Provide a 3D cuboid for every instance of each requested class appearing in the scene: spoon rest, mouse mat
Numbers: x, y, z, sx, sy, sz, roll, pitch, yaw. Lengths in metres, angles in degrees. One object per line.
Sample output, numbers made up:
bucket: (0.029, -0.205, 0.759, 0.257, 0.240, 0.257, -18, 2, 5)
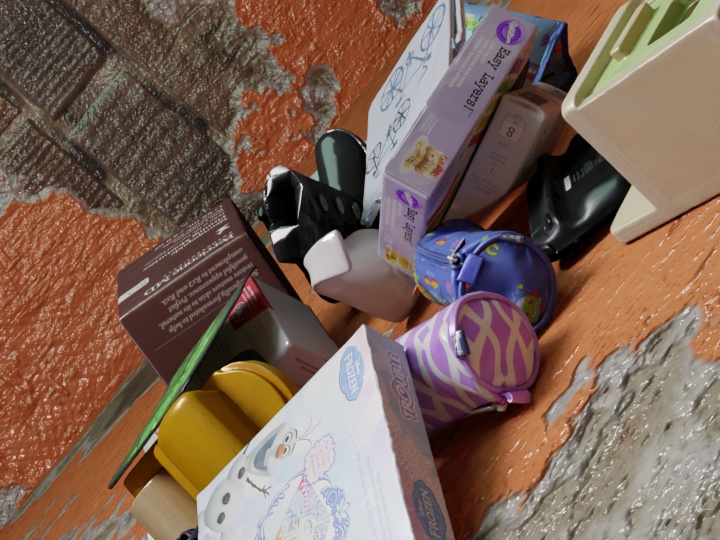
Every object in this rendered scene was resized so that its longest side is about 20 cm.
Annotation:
spoon rest: (0.000, 0.000, 1.241, 0.060, 0.100, 0.200, -24, -15, 19)
mouse mat: (-0.159, 0.093, 1.175, 0.161, 0.008, 0.200, -51, 9, 34)

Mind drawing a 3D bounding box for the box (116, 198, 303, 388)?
box: (-0.158, 0.046, 1.446, 0.166, 0.165, 0.200, -34, 17, -2)

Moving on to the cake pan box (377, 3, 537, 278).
cake pan box: (0.083, -0.112, 1.154, 0.200, 0.052, 0.184, -57, -9, -21)

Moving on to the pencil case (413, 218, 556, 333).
pencil case: (0.092, 0.003, 1.028, 0.078, 0.087, 0.200, -59, 9, 1)

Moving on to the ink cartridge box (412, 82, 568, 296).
ink cartridge box: (0.124, -0.070, 1.192, 0.201, 0.047, 0.160, -66, -12, 19)

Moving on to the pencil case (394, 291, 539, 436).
pencil case: (0.047, 0.088, 0.942, 0.084, 0.086, 0.200, -9, -18, -38)

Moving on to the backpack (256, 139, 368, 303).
backpack: (0.004, -0.075, 1.507, 0.200, 0.167, 0.127, -35, 16, 23)

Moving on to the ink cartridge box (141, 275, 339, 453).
ink cartridge box: (-0.113, 0.129, 1.250, 0.200, 0.083, 0.146, -55, 32, 11)

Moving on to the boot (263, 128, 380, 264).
boot: (-0.043, -0.080, 1.324, 0.066, 0.165, 0.200, -29, -14, 25)

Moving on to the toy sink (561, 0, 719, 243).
toy sink: (0.222, -0.129, 0.885, 0.200, 0.112, 0.131, -34, 17, 55)

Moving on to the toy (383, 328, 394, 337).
toy: (-0.052, 0.123, 1.304, 0.200, 0.047, 0.115, -36, 16, 50)

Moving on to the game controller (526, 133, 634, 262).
game controller: (0.184, -0.070, 1.073, 0.104, 0.042, 0.200, -31, 16, 16)

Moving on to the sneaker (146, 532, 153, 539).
sneaker: (-0.183, 0.244, 1.344, 0.082, 0.074, 0.200, -49, 9, 11)

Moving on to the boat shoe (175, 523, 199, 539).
boat shoe: (-0.087, 0.209, 1.007, 0.075, 0.093, 0.200, -39, 15, 44)

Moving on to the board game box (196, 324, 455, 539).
board game box: (-0.031, 0.170, 0.855, 0.199, 0.043, 0.200, -47, 32, 25)

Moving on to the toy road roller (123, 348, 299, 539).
toy road roller: (-0.124, 0.165, 1.093, 0.200, 0.123, 0.146, -51, -17, 12)

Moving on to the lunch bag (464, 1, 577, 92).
lunch bag: (0.121, -0.180, 1.401, 0.200, 0.150, 0.094, -60, -30, -21)

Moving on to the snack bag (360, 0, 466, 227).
snack bag: (0.054, -0.167, 1.309, 0.189, 0.021, 0.200, -53, 22, 40)
